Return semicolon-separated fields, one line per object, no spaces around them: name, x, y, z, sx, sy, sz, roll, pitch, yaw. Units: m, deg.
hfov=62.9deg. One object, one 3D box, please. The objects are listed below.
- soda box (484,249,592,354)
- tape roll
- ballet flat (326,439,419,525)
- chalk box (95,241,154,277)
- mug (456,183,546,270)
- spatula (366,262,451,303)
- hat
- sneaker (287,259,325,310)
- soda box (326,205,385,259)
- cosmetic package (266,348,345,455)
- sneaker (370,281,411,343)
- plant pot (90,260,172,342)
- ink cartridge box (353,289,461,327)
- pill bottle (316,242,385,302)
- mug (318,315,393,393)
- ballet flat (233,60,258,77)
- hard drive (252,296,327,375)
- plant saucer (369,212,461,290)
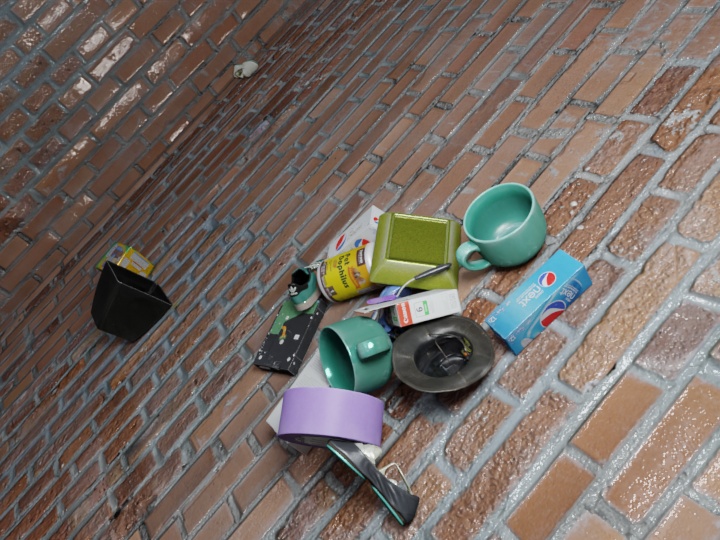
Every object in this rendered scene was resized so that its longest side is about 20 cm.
soda box;0.336;0.059;1.111;0.200;0.064;0.068;-44;39;1
tape roll;-0.055;0.288;1.128;0.198;0.199;0.086;-10;62;34
ballet flat;0.028;0.356;1.044;0.200;0.073;0.073;44;83;7
chalk box;-0.885;-0.019;2.197;0.199;0.125;0.125;15;66;45
mug;0.292;-0.080;1.223;0.183;0.114;0.154;-21;44;26
spatula;0.105;0.030;1.253;0.198;0.021;0.057;-29;6;3
hat;0.159;0.179;1.136;0.197;0.082;0.202;-5;42;4
sneaker;-0.128;0.014;1.509;0.070;0.081;0.201;-12;27;23
soda box;-0.006;-0.073;1.476;0.200;0.063;0.069;-39;32;42
cosmetic package;-0.103;0.283;1.286;0.201;0.071;0.101;-53;39;-11
sneaker;0.067;0.112;1.296;0.082;0.074;0.202;19;78;49
plant pot;-0.772;0.114;1.942;0.179;0.199;0.199;-58;40;2
ink cartridge box;0.094;0.083;1.204;0.197;0.051;0.109;-14;1;-13
pill bottle;0.000;0.000;1.420;0.198;0.109;0.110;-20;44;27
mug;0.007;0.173;1.173;0.113;0.154;0.184;-15;21;-28
ballet flat;-0.546;-0.947;2.795;0.199;0.069;0.070;14;65;51
hard drive;-0.176;0.162;1.486;0.138;0.038;0.202;-1;56;40
plant saucer;0.129;-0.056;1.327;0.197;0.048;0.202;8;54;4
